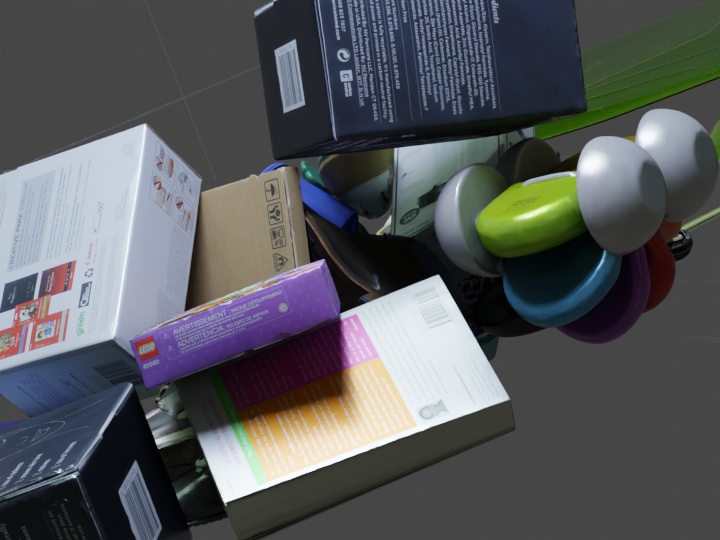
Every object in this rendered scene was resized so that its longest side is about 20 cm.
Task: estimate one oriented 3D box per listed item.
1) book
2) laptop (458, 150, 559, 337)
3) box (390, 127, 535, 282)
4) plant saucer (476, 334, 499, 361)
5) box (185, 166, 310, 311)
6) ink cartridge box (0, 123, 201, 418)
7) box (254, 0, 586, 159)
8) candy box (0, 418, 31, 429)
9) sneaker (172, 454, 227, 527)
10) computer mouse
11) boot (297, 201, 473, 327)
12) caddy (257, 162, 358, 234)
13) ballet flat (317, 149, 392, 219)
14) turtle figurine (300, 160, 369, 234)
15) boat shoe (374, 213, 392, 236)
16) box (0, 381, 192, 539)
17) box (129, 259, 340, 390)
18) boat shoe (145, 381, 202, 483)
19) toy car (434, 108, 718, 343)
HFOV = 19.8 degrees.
[{"bbox_3d":[-0.013,0.087,1.387,0.199,0.048,0.134,-21,45,-7],"label":"book"},{"bbox_3d":[0.060,-0.006,1.747,0.186,0.202,0.116,-13,-25,41],"label":"laptop"},{"bbox_3d":[0.089,-0.078,1.744,0.116,0.060,0.201,-30,29,19],"label":"box"},{"bbox_3d":[0.018,0.085,1.623,0.199,0.019,0.070,-14,12,41],"label":"plant saucer"},{"bbox_3d":[-0.097,0.032,1.633,0.021,0.202,0.163,-2,-8,-45],"label":"box"},{"bbox_3d":[-0.225,0.008,1.610,0.175,0.084,0.201,-15,52,27],"label":"ink cartridge box"},{"bbox_3d":[0.041,-0.159,1.564,0.195,0.125,0.200,-9,1,-15],"label":"box"},{"bbox_3d":[-0.283,0.176,1.604,0.199,0.078,0.169,-10,15,44],"label":"candy box"},{"bbox_3d":[-0.074,0.114,1.459,0.199,0.089,0.074,-26,12,-16],"label":"sneaker"},{"bbox_3d":[0.177,0.001,1.641,0.199,0.034,0.059,-23,29,-21],"label":"computer mouse"},{"bbox_3d":[0.000,0.000,1.627,0.097,0.200,0.075,-16,-35,-41],"label":"boot"},{"bbox_3d":[-0.083,0.009,1.741,0.104,0.201,0.141,25,28,14],"label":"caddy"},{"bbox_3d":[0.006,-0.078,1.785,0.068,0.063,0.200,-29,-3,3],"label":"ballet flat"},{"bbox_3d":[-0.089,0.005,1.873,0.200,0.150,0.101,-43,-5,11],"label":"turtle figurine"},{"bbox_3d":[0.041,-0.017,1.975,0.200,0.072,0.059,-33,11,-31],"label":"boat shoe"},{"bbox_3d":[-0.228,0.180,1.309,0.195,0.125,0.200,-19,10,8],"label":"box"},{"bbox_3d":[-0.083,0.035,1.443,0.136,0.039,0.200,-21,2,0],"label":"box"},{"bbox_3d":[-0.117,0.114,1.526,0.199,0.075,0.073,-17,49,-20],"label":"boat shoe"},{"bbox_3d":[0.165,-0.024,1.502,0.174,0.151,0.200,-10,10,36],"label":"toy car"}]
